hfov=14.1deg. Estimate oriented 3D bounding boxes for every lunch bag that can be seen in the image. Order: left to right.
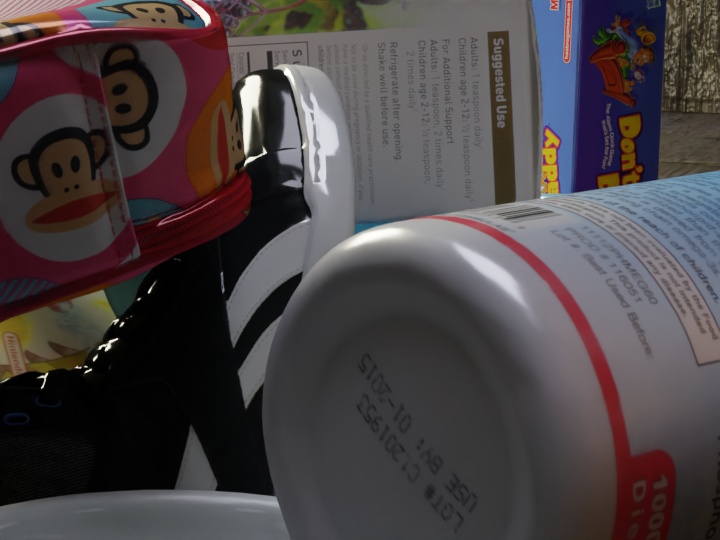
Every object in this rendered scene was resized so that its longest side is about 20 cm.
[{"bbox_3d":[-0.146,-0.036,0.815,0.200,0.082,0.176,-17,22,-20],"label":"lunch bag"}]

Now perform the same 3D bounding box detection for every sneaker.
[{"bbox_3d":[-0.065,0.023,0.841,0.112,0.200,0.073,9,-24,-14],"label":"sneaker"}]

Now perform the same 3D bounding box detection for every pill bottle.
[{"bbox_3d":[0.080,0.031,0.744,0.200,0.109,0.109,-10,14,-43],"label":"pill bottle"}]

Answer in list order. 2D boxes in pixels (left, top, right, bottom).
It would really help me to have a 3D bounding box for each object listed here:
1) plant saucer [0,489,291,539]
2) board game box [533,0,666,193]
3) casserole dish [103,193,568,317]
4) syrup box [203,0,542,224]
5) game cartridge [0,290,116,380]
[{"bbox_3d":[-0.029,0.111,0.713,0.200,0.050,0.200,6,15,-2],"label":"plant saucer"},{"bbox_3d":[0.061,-0.023,1.194,0.045,0.200,0.134,-4,10,-35],"label":"board game box"},{"bbox_3d":[0.000,0.000,0.996,0.200,0.039,0.121,-7,7,-40],"label":"casserole dish"},{"bbox_3d":[-0.041,-0.056,0.982,0.200,0.081,0.079,-4,8,-1],"label":"syrup box"},{"bbox_3d":[-0.070,0.018,1.033,0.200,0.032,0.176,2,41,-22],"label":"game cartridge"}]
